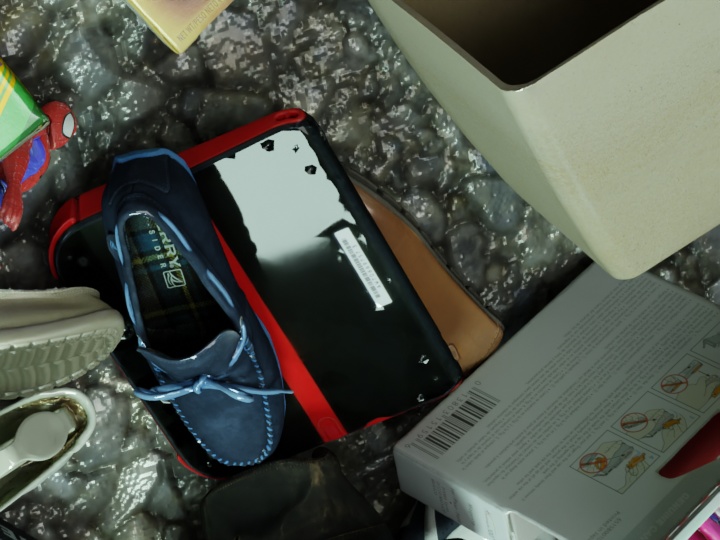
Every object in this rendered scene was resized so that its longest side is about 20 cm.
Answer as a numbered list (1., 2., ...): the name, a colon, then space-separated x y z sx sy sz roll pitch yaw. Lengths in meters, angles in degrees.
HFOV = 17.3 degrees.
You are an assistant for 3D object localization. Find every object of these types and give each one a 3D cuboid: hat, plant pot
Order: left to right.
1. hat: -0.035 0.145 1.343 0.200 0.201 0.081 -11 84 -19
2. plant pot: 0.143 -0.118 1.318 0.200 0.200 0.177 -31 127 -10

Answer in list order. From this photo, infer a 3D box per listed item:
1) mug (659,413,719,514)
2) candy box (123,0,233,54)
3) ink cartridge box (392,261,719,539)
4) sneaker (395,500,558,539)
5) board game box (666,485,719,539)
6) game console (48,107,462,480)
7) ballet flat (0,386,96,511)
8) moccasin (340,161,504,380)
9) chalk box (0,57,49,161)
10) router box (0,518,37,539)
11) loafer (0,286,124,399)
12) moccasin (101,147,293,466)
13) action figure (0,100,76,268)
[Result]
1. mug: 0.232 0.125 1.457 0.200 0.133 0.178 -50 135 -4
2. candy box: -0.125 -0.226 1.240 0.117 0.056 0.200 -45 116 -2
3. ink cartridge box: 0.147 0.089 1.357 0.200 0.173 0.044 -40 139 -28
4. sneaker: 0.108 0.173 1.395 0.079 0.199 0.130 -11 120 -50
5. board game box: 0.213 0.119 1.293 0.200 0.200 0.026 -41 80 -20
6. game console: -0.061 0.019 1.320 0.177 0.031 0.200 -24 118 15
7. ballet flat: -0.215 0.113 1.260 0.200 0.069 0.070 -36 123 -46
8. moccasin: -0.001 0.000 1.361 0.078 0.074 0.201 -50 128 -10
9. chalk box: -0.280 -0.068 1.185 0.200 0.124 0.124 -38 112 -8
10. router box: -0.270 0.192 1.319 0.200 0.052 0.157 36 91 -28
11. loafer: -0.226 0.031 1.266 0.199 0.068 0.076 -8 155 -17
12. moccasin: -0.098 0.033 1.272 0.080 0.068 0.200 -18 120 13
13. action figure: -0.200 -0.028 1.226 0.052 0.200 0.065 35 136 -6
